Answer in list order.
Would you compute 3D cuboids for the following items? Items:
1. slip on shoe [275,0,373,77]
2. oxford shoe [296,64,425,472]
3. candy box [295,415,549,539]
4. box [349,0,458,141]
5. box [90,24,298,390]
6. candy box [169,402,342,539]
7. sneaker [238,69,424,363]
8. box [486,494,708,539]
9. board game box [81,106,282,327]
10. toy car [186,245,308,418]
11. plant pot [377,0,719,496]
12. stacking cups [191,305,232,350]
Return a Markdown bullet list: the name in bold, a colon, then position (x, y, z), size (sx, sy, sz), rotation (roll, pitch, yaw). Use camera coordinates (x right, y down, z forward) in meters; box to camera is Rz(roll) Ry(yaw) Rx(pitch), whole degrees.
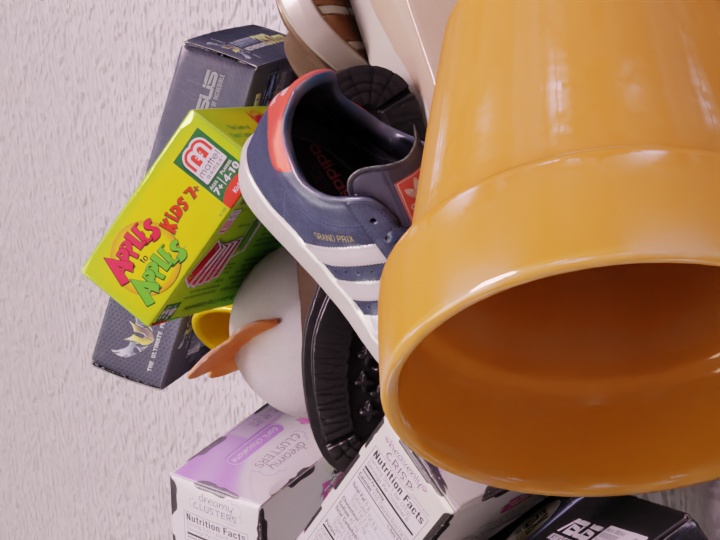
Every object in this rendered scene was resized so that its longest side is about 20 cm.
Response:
- **slip on shoe**: position (-0.013, -0.121, 1.481), size (0.076, 0.060, 0.200), rotation (68, -164, 7)
- **oxford shoe**: position (0.000, 0.000, 1.379), size (0.084, 0.072, 0.201), rotation (-171, 82, -74)
- **candy box**: position (0.039, 0.120, 1.358), size (0.061, 0.136, 0.200), rotation (54, 140, 17)
- **box**: position (0.069, -0.077, 1.374), size (0.078, 0.095, 0.201), rotation (121, 133, -64)
- **box**: position (-0.091, -0.041, 1.641), size (0.158, 0.051, 0.201), rotation (-39, -33, -75)
- **candy box**: position (-0.037, 0.181, 1.708), size (0.071, 0.168, 0.201), rotation (17, 122, 31)
- **sneaker**: position (0.026, -0.011, 1.261), size (0.200, 0.075, 0.085), rotation (41, 143, 12)
- **box**: position (0.130, 0.188, 1.227), size (0.164, 0.086, 0.200), rotation (56, 172, -5)
- **board game box**: position (-0.065, -0.033, 1.452), size (0.048, 0.102, 0.200), rotation (39, -167, 11)
- **toy car**: position (-0.003, 0.032, 1.480), size (0.177, 0.199, 0.185), rotation (127, 130, -66)
- **plant pot**: position (0.103, -0.030, 1.177), size (0.200, 0.199, 0.184), rotation (108, 162, -56)
- **stacking cups**: position (-0.038, -0.044, 1.618), size (0.061, 0.060, 0.201), rotation (117, 173, -62)
